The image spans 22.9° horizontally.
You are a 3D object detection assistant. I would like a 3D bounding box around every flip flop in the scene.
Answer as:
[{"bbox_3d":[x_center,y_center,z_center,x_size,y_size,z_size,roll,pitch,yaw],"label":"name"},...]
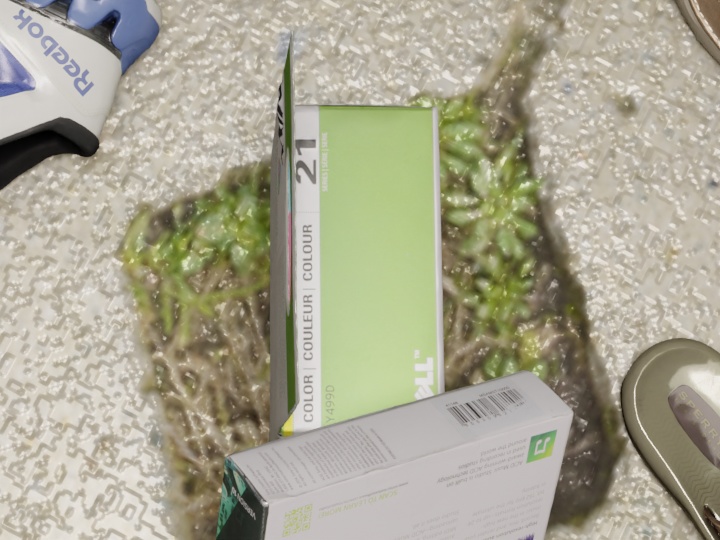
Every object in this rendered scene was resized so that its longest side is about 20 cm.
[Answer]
[{"bbox_3d":[0.200,0.111,0.822,0.081,0.058,0.200,-36,80,-15],"label":"flip flop"}]

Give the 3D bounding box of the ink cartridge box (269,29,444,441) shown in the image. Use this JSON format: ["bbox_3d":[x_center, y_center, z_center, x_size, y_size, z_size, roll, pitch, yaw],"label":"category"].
[{"bbox_3d":[0.000,0.000,0.754,0.075,0.200,0.150,0,79,-5],"label":"ink cartridge box"}]

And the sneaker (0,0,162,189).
[{"bbox_3d":[-0.199,-0.094,0.817,0.197,0.081,0.116,14,76,-4],"label":"sneaker"}]

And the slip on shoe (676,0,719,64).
[{"bbox_3d":[0.234,-0.099,0.867,0.076,0.061,0.200,-38,84,-11],"label":"slip on shoe"}]

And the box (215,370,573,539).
[{"bbox_3d":[0.004,0.144,0.723,0.143,0.202,0.036,-12,36,-31],"label":"box"}]
